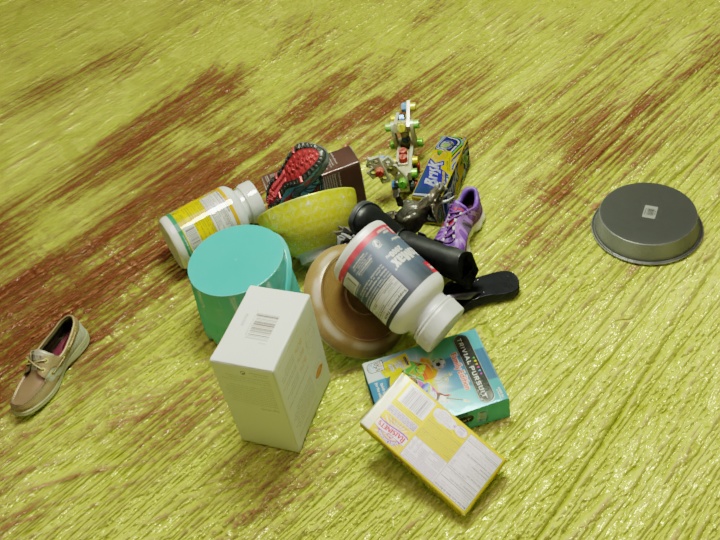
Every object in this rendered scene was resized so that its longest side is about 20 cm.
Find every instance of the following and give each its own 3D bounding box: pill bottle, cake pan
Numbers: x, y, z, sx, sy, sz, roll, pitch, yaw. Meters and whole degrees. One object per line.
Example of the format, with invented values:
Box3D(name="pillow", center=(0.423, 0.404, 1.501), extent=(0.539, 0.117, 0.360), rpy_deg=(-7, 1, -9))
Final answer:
Box3D(name="pill bottle", center=(-0.290, -0.097, 1.603), extent=(0.198, 0.114, 0.113), rpy_deg=(-30, 46, -18))
Box3D(name="pill bottle", center=(0.064, 0.028, 1.285), extent=(0.200, 0.120, 0.119), rpy_deg=(42, 61, 13))
Box3D(name="cake pan", center=(0.521, -0.092, 1.465), extent=(0.195, 0.037, 0.203), rpy_deg=(-6, 43, 6))

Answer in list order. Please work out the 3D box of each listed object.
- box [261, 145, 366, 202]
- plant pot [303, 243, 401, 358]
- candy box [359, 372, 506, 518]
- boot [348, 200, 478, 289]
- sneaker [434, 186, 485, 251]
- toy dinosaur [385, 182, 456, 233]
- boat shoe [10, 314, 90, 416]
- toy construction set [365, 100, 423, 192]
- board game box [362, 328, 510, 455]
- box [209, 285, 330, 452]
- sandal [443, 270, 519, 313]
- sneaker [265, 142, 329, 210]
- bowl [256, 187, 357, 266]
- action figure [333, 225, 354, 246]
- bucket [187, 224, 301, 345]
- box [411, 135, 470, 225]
Box3D(name="box", center=(-0.093, -0.167, 1.639), extent=(0.196, 0.102, 0.076), rpy_deg=(-19, 42, -7))
Box3D(name="plant pot", center=(-0.001, 0.046, 1.359), extent=(0.196, 0.027, 0.205), rpy_deg=(10, 66, -22))
Box3D(name="candy box", center=(0.103, 0.249, 1.166), extent=(0.199, 0.027, 0.102), rpy_deg=(39, 73, 20))
Box3D(name="boot", center=(0.092, -0.043, 1.376), extent=(0.198, 0.164, 0.067), rpy_deg=(29, 91, 34))
Box3D(name="sneaker", center=(0.173, -0.081, 1.501), extent=(0.079, 0.085, 0.202), rpy_deg=(10, 48, 22))
Box3D(name="toy dinosaur", center=(0.081, -0.094, 1.520), extent=(0.199, 0.101, 0.078), rpy_deg=(-38, 39, 42))
Box3D(name="boat shoe", center=(-0.559, 0.163, 1.428), extent=(0.072, 0.067, 0.202), rpy_deg=(6, 46, 18))
Box3D(name="toy construction set", center=(0.081, -0.240, 1.651), extent=(0.090, 0.133, 0.202), rpy_deg=(8, 47, 21))
Box3D(name="board game box", center=(0.115, 0.186, 1.263), extent=(0.196, 0.048, 0.152), rpy_deg=(-17, 43, -4))
Box3D(name="box", center=(-0.132, 0.153, 1.242), extent=(0.104, 0.203, 0.154), rpy_deg=(7, 46, 18))
Box3D(name="sandal", center=(0.181, 0.036, 1.406), extent=(0.196, 0.043, 0.077), rpy_deg=(-19, 43, -7))
Box3D(name="sneaker", center=(-0.101, -0.174, 1.511), extent=(0.094, 0.199, 0.081), rpy_deg=(3, 67, -33))
Box3D(name="bowl", center=(-0.088, -0.072, 1.518), extent=(0.196, 0.200, 0.110), rpy_deg=(-18, 86, -6))
Box3D(name="action figure", center=(0.000, 0.000, 1.444), extent=(0.069, 0.129, 0.204), rpy_deg=(-30, 45, 40))
Box3D(name="bucket", center=(-0.206, 0.027, 1.438), extent=(0.202, 0.137, 0.210), rpy_deg=(-6, 44, 6))
Box3D(name="box", center=(0.164, -0.183, 1.618), extent=(0.063, 0.071, 0.202), rpy_deg=(6, 46, 22))
